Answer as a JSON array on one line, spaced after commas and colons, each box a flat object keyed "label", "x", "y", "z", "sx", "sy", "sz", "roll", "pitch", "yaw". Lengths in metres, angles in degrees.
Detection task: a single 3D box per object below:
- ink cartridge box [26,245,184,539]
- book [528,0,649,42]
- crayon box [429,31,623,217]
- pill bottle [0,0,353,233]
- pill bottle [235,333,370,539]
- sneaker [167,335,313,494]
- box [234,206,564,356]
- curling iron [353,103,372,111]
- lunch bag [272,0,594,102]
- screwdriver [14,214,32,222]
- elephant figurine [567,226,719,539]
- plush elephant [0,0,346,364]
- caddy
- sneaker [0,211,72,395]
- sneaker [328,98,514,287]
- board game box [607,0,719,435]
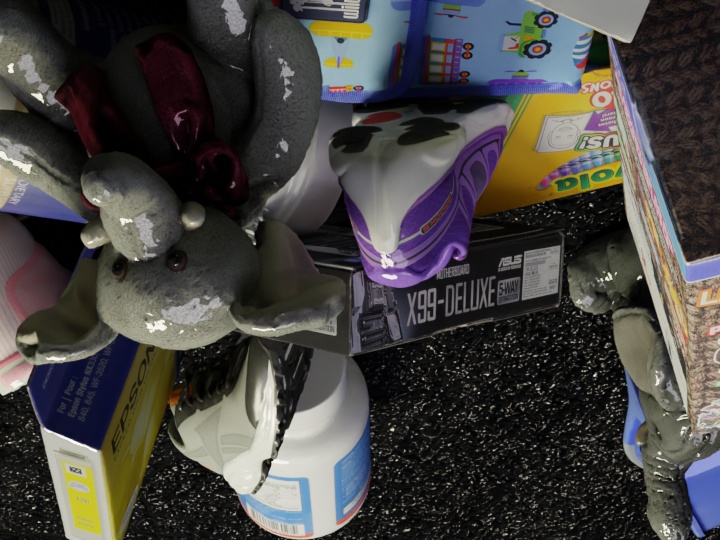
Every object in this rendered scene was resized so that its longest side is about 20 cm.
[{"label": "ink cartridge box", "x": -0.139, "y": 0.040, "z": 0.917, "sx": 0.047, "sy": 0.198, "sz": 0.200, "roll": 15, "pitch": 148, "yaw": 2}, {"label": "book", "x": 0.045, "y": -0.194, "z": 0.623, "sx": 0.200, "sy": 0.048, "sz": 0.134, "roll": 21, "pitch": 103, "yaw": -10}, {"label": "crayon box", "x": 0.144, "y": -0.105, "z": 0.888, "sx": 0.200, "sy": 0.058, "sz": 0.119, "roll": -14, "pitch": 148, "yaw": 7}, {"label": "pill bottle", "x": -0.112, "y": -0.078, "z": 0.811, "sx": 0.200, "sy": 0.116, "sz": 0.116, "roll": 7, "pitch": 145, "yaw": -26}, {"label": "pill bottle", "x": -0.048, "y": 0.116, "z": 1.146, "sx": 0.112, "sy": 0.112, "sz": 0.200, "roll": -7, "pitch": 148, "yaw": -4}, {"label": "sneaker", "x": -0.080, "y": 0.082, "z": 0.958, "sx": 0.079, "sy": 0.074, "sz": 0.200, "roll": 23, "pitch": 148, "yaw": -3}, {"label": "box", "x": 0.000, "y": 0.000, "z": 0.889, "sx": 0.158, "sy": 0.050, "sz": 0.200, "roll": 10, "pitch": -167, "yaw": 40}, {"label": "curling iron", "x": -0.028, "y": -0.084, "z": 0.902, "sx": 0.026, "sy": 0.050, "sz": 0.200, "roll": 48, "pitch": 134, "yaw": -4}, {"label": "lunch bag", "x": 0.012, "y": -0.156, "z": 0.727, "sx": 0.200, "sy": 0.094, "sz": 0.151, "roll": -8, "pitch": 146, "yaw": -8}, {"label": "screwdriver", "x": -0.246, "y": -0.022, "z": 0.967, "sx": 0.200, "sy": 0.029, "sz": 0.028, "roll": -28, "pitch": 144, "yaw": 13}, {"label": "elephant figurine", "x": 0.231, "y": 0.062, "z": 1.045, "sx": 0.141, "sy": 0.200, "sz": 0.155, "roll": -20, "pitch": 147, "yaw": 18}, {"label": "plush elephant", "x": -0.088, "y": -0.036, "z": 0.669, "sx": 0.164, "sy": 0.155, "sz": 0.200, "roll": -15, "pitch": 132, "yaw": 11}, {"label": "caddy", "x": 0.263, "y": 0.131, "z": 1.223, "sx": 0.105, "sy": 0.142, "sz": 0.200, "roll": -21, "pitch": 146, "yaw": 13}, {"label": "sneaker", "x": -0.212, "y": 0.009, "z": 0.955, "sx": 0.075, "sy": 0.105, "sz": 0.200, "roll": -34, "pitch": -175, "yaw": 3}, {"label": "sneaker", "x": 0.028, "y": -0.040, "z": 0.761, "sx": 0.080, "sy": 0.084, "sz": 0.200, "roll": 0, "pitch": -165, "yaw": 17}, {"label": "board game box", "x": 0.202, "y": -0.031, "z": 0.814, "sx": 0.097, "sy": 0.160, "sz": 0.200, "roll": -14, "pitch": 148, "yaw": 5}]
